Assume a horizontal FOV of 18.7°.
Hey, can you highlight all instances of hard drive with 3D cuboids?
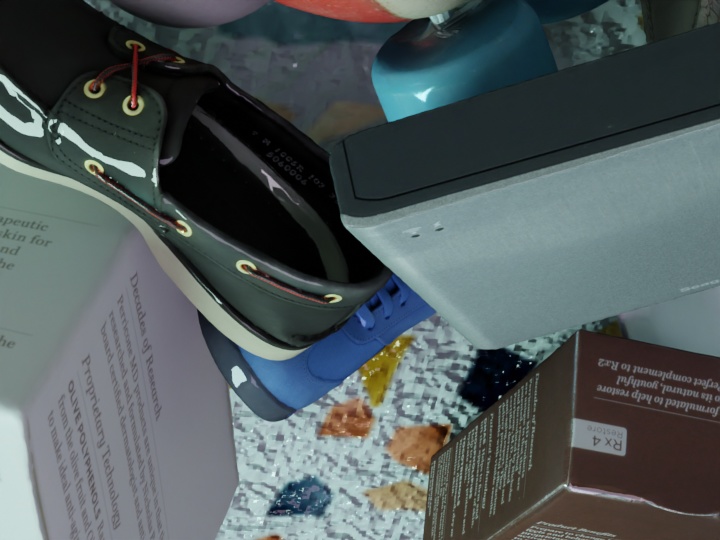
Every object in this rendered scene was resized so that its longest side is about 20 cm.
[{"bbox_3d":[0.082,-0.022,0.745,0.139,0.033,0.200,-16,164,11],"label":"hard drive"}]

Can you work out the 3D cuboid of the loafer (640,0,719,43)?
[{"bbox_3d":[0.110,-0.162,0.756,0.063,0.072,0.201,9,83,-25],"label":"loafer"}]

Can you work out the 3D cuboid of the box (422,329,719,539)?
[{"bbox_3d":[0.101,0.096,0.957,0.100,0.075,0.200,12,159,-13],"label":"box"}]

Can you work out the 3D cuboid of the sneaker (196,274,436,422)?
[{"bbox_3d":[0.000,0.000,0.858,0.078,0.200,0.066,-30,92,23],"label":"sneaker"}]

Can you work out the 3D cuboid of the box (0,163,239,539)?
[{"bbox_3d":[-0.169,0.054,0.833,0.198,0.172,0.201,9,132,14],"label":"box"}]

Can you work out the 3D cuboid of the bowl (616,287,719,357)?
[{"bbox_3d":[0.198,-0.031,0.908,0.200,0.091,0.202,-4,142,-3],"label":"bowl"}]

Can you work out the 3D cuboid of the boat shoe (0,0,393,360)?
[{"bbox_3d":[-0.073,-0.052,0.744,0.201,0.074,0.063,40,138,-13],"label":"boat shoe"}]

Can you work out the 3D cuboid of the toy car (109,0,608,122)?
[{"bbox_3d":[-0.032,-0.147,0.772,0.199,0.177,0.185,-5,122,32],"label":"toy car"}]
